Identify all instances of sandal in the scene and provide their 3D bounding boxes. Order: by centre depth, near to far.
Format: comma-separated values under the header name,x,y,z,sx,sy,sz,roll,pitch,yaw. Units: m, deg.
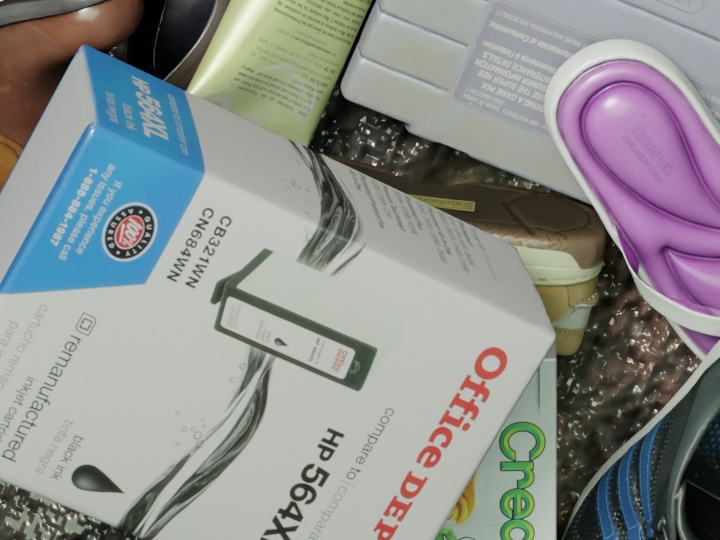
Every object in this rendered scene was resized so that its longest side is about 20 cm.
name,x,y,z,sx,sy,sz,roll,pitch,yaw
sandal,0.147,-0.006,1.126,0.082,0.050,0.203,-42,107,17

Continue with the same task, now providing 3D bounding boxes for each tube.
name,x,y,z,sx,sy,sz,roll,pitch,yaw
tube,-0.009,-0.144,1.118,0.058,0.052,0.201,23,95,-7

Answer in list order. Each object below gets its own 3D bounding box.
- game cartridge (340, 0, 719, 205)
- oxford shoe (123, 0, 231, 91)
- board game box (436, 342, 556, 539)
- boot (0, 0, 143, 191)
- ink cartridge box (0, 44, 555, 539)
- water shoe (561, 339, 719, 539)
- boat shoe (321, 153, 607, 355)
name,x,y,z,sx,sy,sz,roll,pitch,yaw
game cartridge,0.105,-0.091,1.135,0.199,0.038,0.130,22,115,-9
oxford shoe,-0.054,-0.161,1.133,0.071,0.072,0.201,12,96,25
board game box,0.020,0.124,1.160,0.126,0.035,0.201,-1,109,3
boot,-0.103,-0.014,1.112,0.068,0.188,0.200,-28,92,-38
ink cartridge box,-0.048,0.028,1.046,0.200,0.084,0.146,24,108,-19
water shoe,0.130,0.101,1.124,0.071,0.079,0.200,28,121,1
boat shoe,0.000,0.000,1.158,0.199,0.072,0.076,11,115,8
